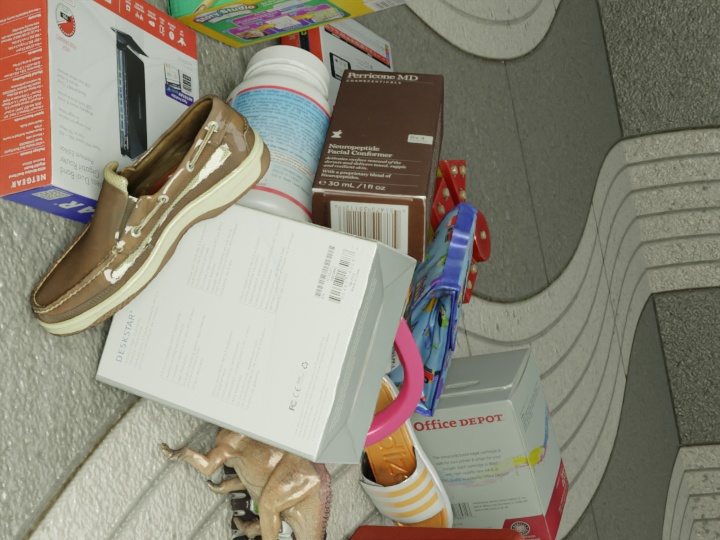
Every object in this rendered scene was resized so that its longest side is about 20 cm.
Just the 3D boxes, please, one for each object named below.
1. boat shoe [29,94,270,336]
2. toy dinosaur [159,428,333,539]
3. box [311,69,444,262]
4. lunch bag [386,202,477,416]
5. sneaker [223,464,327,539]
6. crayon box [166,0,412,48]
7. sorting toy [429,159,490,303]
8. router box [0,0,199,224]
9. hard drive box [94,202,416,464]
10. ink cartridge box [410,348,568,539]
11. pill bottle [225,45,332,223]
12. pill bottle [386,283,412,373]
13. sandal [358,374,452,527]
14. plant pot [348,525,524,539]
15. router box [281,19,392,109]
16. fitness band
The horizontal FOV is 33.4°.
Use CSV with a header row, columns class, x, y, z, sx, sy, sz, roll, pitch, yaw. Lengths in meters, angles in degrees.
class,x,y,z,sx,sy,sz,roll,pitch,yaw
boat shoe,-0.159,-0.045,0.835,0.202,0.075,0.075,-44,131,-8
toy dinosaur,-0.066,0.150,0.973,0.201,0.135,0.086,52,0,12
box,0.020,-0.098,1.071,0.201,0.099,0.076,-79,171,-52
lunch bag,0.078,0.029,1.314,0.151,0.093,0.201,-69,178,-51
sneaker,-0.070,0.189,1.071,0.115,0.075,0.203,25,69,-68
crayon box,-0.062,-0.262,1.085,0.119,0.198,0.059,9,73,-66
sorting toy,0.108,-0.058,1.564,0.200,0.069,0.202,-67,140,-52
router box,-0.193,-0.126,0.919,0.200,0.048,0.182,19,63,-64
hard drive box,-0.078,0.036,0.881,0.077,0.198,0.158,21,86,-63
ink cartridge box,0.155,0.219,1.468,0.145,0.144,0.202,-51,128,-60
pill bottle,-0.080,-0.105,1.098,0.109,0.108,0.202,54,35,-46
pill bottle,0.000,0.000,1.167,0.107,0.105,0.202,-71,166,-48
sandal,0.029,0.208,1.280,0.209,0.078,0.059,66,27,-11
plant pot,0.050,0.373,1.134,0.176,0.198,0.202,-27,106,-52
router box,-0.017,-0.186,1.332,0.200,0.048,0.182,12,71,-65
fitness band,-0.015,0.092,1.132,0.038,0.142,0.201,57,-7,50
